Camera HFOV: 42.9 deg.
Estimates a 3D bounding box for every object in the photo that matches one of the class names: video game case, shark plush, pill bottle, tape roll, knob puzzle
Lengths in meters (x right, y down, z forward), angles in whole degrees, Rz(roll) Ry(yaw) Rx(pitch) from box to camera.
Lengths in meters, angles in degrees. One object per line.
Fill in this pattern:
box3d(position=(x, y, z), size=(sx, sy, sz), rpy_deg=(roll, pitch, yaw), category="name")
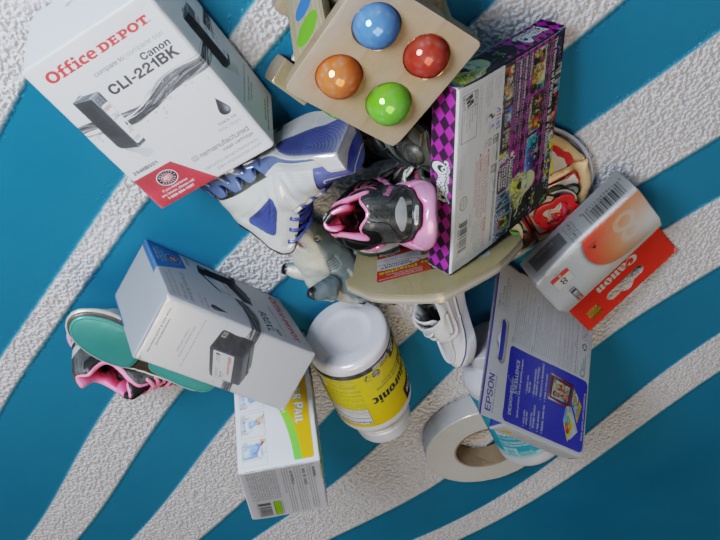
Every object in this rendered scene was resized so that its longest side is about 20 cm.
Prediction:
box3d(position=(0.135, -0.123, 0.911), size=(0.180, 0.035, 0.203), rpy_deg=(-35, 137, -36), category="video game case")
box3d(position=(0.000, 0.000, 1.096), size=(0.196, 0.091, 0.085), rpy_deg=(19, 100, -22), category="shark plush")
box3d(position=(0.006, 0.140, 1.208), size=(0.109, 0.113, 0.202), rpy_deg=(-15, 138, 6), category="pill bottle")
box3d(position=(0.195, 0.261, 1.428), size=(0.197, 0.038, 0.205), rpy_deg=(-5, 137, -5), category="tape roll")
box3d(position=(0.080, 0.002, 0.977), size=(0.214, 0.220, 0.031), rpy_deg=(-14, 108, 4), category="knob puzzle")
box3d(position=(0.208, 0.165, 1.259), size=(0.109, 0.112, 0.202), rpy_deg=(-23, 122, 14), category="pill bottle")

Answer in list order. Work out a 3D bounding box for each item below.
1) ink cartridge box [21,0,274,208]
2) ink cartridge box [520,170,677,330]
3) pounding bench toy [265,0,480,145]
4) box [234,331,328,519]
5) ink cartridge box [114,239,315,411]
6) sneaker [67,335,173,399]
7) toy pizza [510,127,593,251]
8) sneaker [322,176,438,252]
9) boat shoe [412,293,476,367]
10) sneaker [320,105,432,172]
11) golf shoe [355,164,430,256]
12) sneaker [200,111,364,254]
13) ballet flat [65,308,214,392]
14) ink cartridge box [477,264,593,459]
box3d(position=(-0.192, -0.175, 0.856), size=(0.142, 0.085, 0.200), rpy_deg=(-25, 135, 17), category="ink cartridge box")
box3d(position=(0.306, -0.005, 1.125), size=(0.162, 0.050, 0.199), rpy_deg=(-44, 131, 10), category="ink cartridge box")
box3d(position=(-0.010, -0.191, 0.822), size=(0.122, 0.158, 0.200), rpy_deg=(21, 130, -30), category="pounding bench toy")
box3d(position=(-0.105, 0.195, 1.177), size=(0.099, 0.203, 0.114), rpy_deg=(-9, 136, -2), category="box")
box3d(position=(-0.168, 0.063, 1.055), size=(0.198, 0.145, 0.085), rpy_deg=(26, 102, -32), category="ink cartridge box")
box3d(position=(-0.268, 0.125, 1.139), size=(0.196, 0.097, 0.079), rpy_deg=(15, 131, -27), category="sneaker")
box3d(position=(0.177, -0.083, 1.065), size=(0.195, 0.032, 0.203), rpy_deg=(-6, 137, -5), category="toy pizza")
box3d(position=(-0.002, -0.055, 0.914), size=(0.093, 0.081, 0.199), rpy_deg=(-6, -179, -24), category="sneaker")
box3d(position=(0.094, 0.050, 1.146), size=(0.065, 0.073, 0.203), rpy_deg=(-30, 127, -20), category="boat shoe")
box3d(position=(0.020, -0.134, 0.922), size=(0.197, 0.116, 0.076), rpy_deg=(-28, 134, 23), category="sneaker")
box3d(position=(0.054, -0.089, 0.982), size=(0.199, 0.078, 0.088), rpy_deg=(-39, 170, 20), category="golf shoe")
box3d(position=(-0.067, -0.084, 0.942), size=(0.196, 0.081, 0.116), rpy_deg=(-9, 129, 34), category="sneaker")
box3d(position=(-0.255, 0.085, 1.087), size=(0.197, 0.070, 0.070), rpy_deg=(26, 127, -26), category="ballet flat")
box3d(position=(0.217, 0.115, 1.165), size=(0.197, 0.202, 0.047), rpy_deg=(25, 155, -31), category="ink cartridge box")
